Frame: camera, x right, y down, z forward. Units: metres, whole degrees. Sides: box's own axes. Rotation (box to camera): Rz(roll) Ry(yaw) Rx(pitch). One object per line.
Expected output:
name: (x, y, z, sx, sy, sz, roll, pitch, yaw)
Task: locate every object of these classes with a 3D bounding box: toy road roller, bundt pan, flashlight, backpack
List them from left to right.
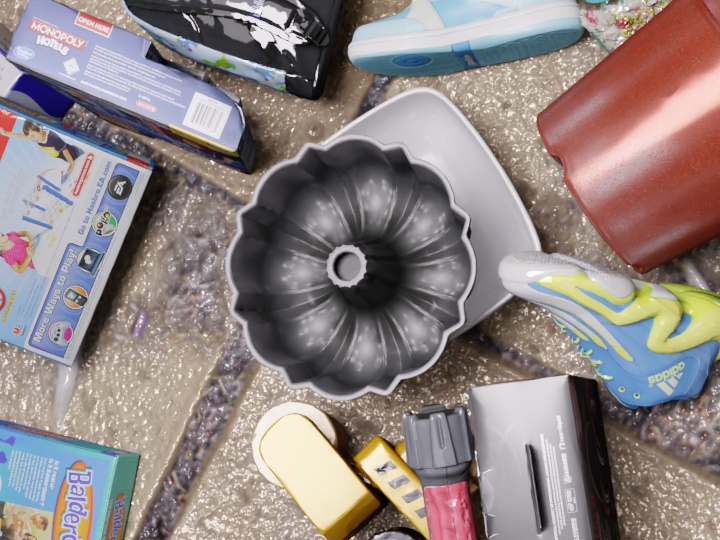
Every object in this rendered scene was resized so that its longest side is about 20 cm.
backpack: (-0.114, -0.245, 1.005, 0.199, 0.154, 0.164, 12, 90, -3)
bundt pan: (0.000, 0.000, 0.886, 0.201, 0.076, 0.203, -2, 84, 18)
toy road roller: (0.023, 0.164, 0.919, 0.146, 0.123, 0.200, -44, 78, -4)
flashlight: (0.069, 0.199, 0.813, 0.067, 0.068, 0.201, -9, 90, 41)

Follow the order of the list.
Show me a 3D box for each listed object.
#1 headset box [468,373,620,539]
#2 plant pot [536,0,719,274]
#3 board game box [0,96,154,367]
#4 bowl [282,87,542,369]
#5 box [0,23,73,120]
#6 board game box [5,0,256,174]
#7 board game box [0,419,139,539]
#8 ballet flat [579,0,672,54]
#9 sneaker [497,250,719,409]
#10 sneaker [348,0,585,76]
headset box: (0.138, 0.155, 0.837, 0.075, 0.200, 0.150, -10, 80, 17)
plant pot: (0.250, -0.109, 0.845, 0.195, 0.201, 0.201, -34, 75, 20)
board game box: (-0.311, -0.043, 1.017, 0.195, 0.056, 0.201, 23, 100, -13)
bowl: (0.039, -0.029, 0.956, 0.199, 0.075, 0.200, -34, 75, 12)
box: (-0.410, -0.155, 1.098, 0.184, 0.105, 0.200, 42, 98, 16)
board game box: (-0.181, -0.153, 0.997, 0.199, 0.200, 0.062, 22, 88, -1)
board game box: (-0.314, 0.224, 1.056, 0.199, 0.045, 0.153, 11, 87, 19)
ballet flat: (0.270, -0.233, 0.911, 0.199, 0.076, 0.064, -27, 114, 6)
sneaker: (0.191, 0.052, 0.870, 0.199, 0.076, 0.106, 13, 100, -9)
sneaker: (0.082, -0.241, 0.965, 0.199, 0.080, 0.131, -8, 83, 7)
